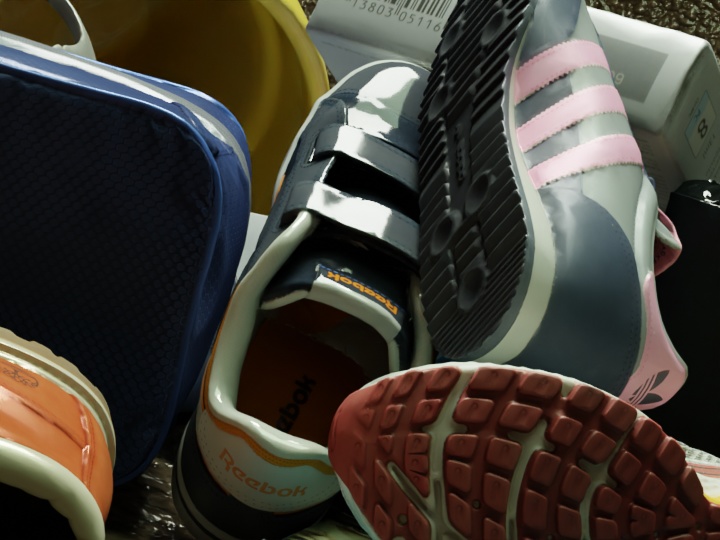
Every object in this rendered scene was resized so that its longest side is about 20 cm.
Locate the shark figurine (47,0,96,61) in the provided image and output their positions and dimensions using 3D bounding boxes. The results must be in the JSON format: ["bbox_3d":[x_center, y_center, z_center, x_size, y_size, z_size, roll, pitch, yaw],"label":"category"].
[{"bbox_3d":[-0.159,-0.020,0.873,0.128,0.213,0.090,46,37,-24],"label":"shark figurine"}]

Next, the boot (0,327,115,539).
[{"bbox_3d":[-0.159,0.037,0.573,0.198,0.076,0.107,18,12,-15],"label":"boot"}]

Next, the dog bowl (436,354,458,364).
[{"bbox_3d":[0.022,0.041,0.843,0.050,0.111,0.200,50,14,19],"label":"dog bowl"}]

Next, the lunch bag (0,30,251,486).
[{"bbox_3d":[-0.141,-0.016,0.737,0.198,0.137,0.132,18,7,-1],"label":"lunch bag"}]

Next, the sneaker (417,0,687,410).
[{"bbox_3d":[0.067,-0.033,0.705,0.082,0.070,0.201,26,45,-22],"label":"sneaker"}]

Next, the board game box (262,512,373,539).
[{"bbox_3d":[0.058,0.128,0.611,0.198,0.028,0.135,22,8,15],"label":"board game box"}]

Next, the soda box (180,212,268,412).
[{"bbox_3d":[-0.035,0.021,0.893,0.068,0.064,0.200,-22,-11,21],"label":"soda box"}]

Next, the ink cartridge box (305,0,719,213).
[{"bbox_3d":[0.083,-0.044,0.852,0.159,0.048,0.200,20,-17,29],"label":"ink cartridge box"}]

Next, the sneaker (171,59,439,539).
[{"bbox_3d":[0.000,0.000,0.714,0.078,0.201,0.080,24,-30,-6],"label":"sneaker"}]

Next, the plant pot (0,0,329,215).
[{"bbox_3d":[-0.130,-0.112,1.012,0.199,0.202,0.190,15,30,-27],"label":"plant pot"}]

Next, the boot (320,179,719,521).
[{"bbox_3d":[0.091,0.045,0.753,0.198,0.170,0.076,18,6,-5],"label":"boot"}]

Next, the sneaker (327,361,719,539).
[{"bbox_3d":[0.073,0.082,0.640,0.199,0.079,0.082,24,-7,-27],"label":"sneaker"}]
